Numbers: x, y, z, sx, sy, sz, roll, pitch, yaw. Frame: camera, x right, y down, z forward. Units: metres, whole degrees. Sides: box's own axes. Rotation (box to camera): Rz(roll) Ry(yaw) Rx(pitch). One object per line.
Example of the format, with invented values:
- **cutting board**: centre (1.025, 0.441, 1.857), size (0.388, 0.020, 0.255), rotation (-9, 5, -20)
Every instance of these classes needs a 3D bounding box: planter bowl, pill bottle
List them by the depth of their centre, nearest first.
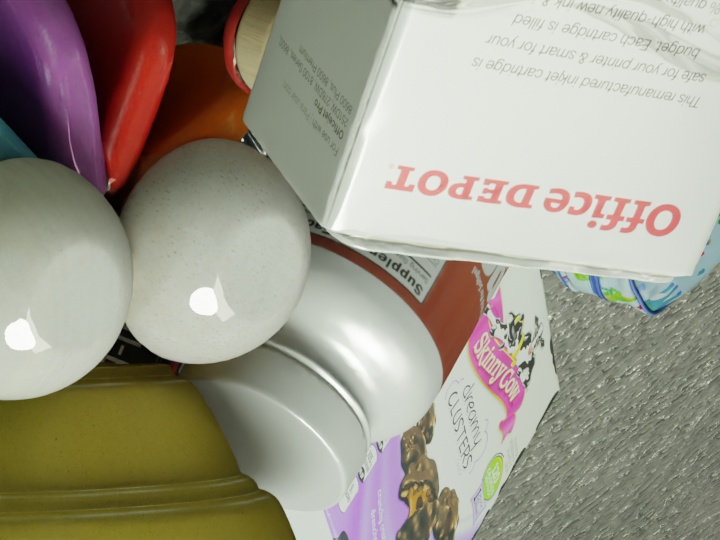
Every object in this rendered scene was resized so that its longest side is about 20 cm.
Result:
- **planter bowl**: centre (-0.117, 0.077, 0.868), size (0.199, 0.084, 0.200), rotation (-2, 179, 0)
- **pill bottle**: centre (0.000, 0.000, 0.978), size (0.201, 0.112, 0.112), rotation (-59, 168, -32)

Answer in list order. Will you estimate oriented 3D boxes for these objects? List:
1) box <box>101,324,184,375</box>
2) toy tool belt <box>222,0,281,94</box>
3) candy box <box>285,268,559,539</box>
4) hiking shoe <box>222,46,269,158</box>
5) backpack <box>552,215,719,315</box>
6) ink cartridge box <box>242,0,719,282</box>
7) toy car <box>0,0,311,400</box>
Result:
- **box**: centre (-0.067, 0.053, 1.067), size (0.159, 0.049, 0.200), rotation (-67, 153, -6)
- **toy tool belt**: centre (0.018, -0.141, 0.776), size (0.124, 0.123, 0.202), rotation (-4, 112, -45)
- **candy box**: centre (0.017, 0.071, 1.101), size (0.201, 0.071, 0.168), rotation (-56, 150, -30)
- **hiking shoe**: centre (0.010, -0.135, 0.916), size (0.200, 0.074, 0.087), rotation (-45, -175, 32)
- **backpack**: centre (0.161, -0.075, 1.128), size (0.199, 0.155, 0.163), rotation (-25, 159, 3)
- **ink cartridge box**: centre (0.065, -0.107, 0.711), size (0.144, 0.084, 0.201), rotation (7, 116, -29)
- **toy car**: centre (-0.121, -0.046, 0.831), size (0.199, 0.174, 0.151), rotation (-9, 109, -42)
